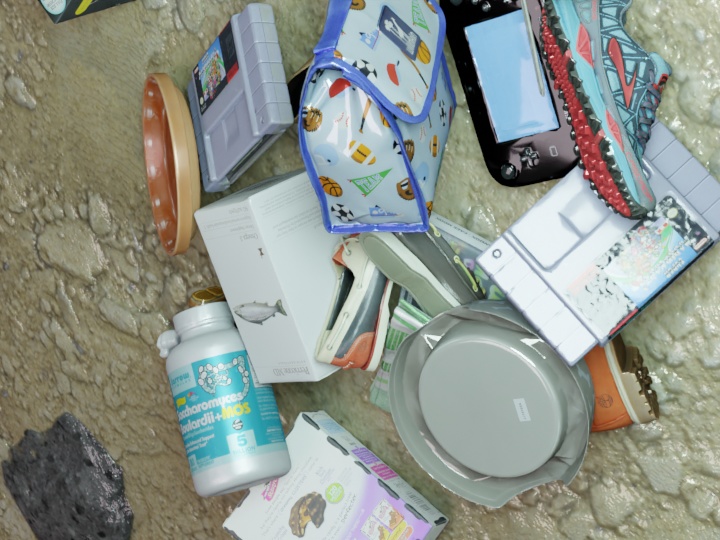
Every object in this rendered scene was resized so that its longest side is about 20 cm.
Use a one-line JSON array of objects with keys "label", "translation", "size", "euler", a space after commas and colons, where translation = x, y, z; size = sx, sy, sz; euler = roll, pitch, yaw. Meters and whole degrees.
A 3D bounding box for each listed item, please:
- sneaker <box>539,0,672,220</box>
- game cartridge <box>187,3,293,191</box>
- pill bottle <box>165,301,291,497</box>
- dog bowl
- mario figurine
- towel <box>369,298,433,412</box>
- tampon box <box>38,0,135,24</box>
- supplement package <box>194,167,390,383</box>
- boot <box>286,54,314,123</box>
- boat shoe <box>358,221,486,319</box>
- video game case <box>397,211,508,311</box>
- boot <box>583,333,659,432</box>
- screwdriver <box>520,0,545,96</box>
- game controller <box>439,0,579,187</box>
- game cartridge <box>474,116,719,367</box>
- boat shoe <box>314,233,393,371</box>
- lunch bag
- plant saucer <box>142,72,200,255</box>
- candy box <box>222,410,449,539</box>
[{"label": "sneaker", "translation": [0.219, -0.143, 1.060], "size": [0.079, 0.095, 0.202], "euler": [96, 158, -78]}, {"label": "game cartridge", "translation": [-0.130, -0.175, 1.320], "size": [0.200, 0.038, 0.131], "euler": [-34, 69, 60]}, {"label": "pill bottle", "translation": [-0.151, 0.140, 1.419], "size": [0.110, 0.110, 0.202], "euler": [-27, 74, 43]}, {"label": "dog bowl", "translation": [0.125, 0.118, 1.185], "size": [0.198, 0.059, 0.202], "euler": [13, 118, 25]}, {"label": "mario figurine", "translation": [-0.176, 0.130, 1.521], "size": [0.123, 0.105, 0.202], "euler": [40, 129, 50]}, {"label": "towel", "translation": [0.081, 0.124, 1.312], "size": [0.152, 0.023, 0.201], "euler": [33, 149, 14]}, {"label": "tampon box", "translation": [-0.307, -0.396, 1.366], "size": [0.201, 0.126, 0.150], "euler": [53, 134, 5]}, {"label": "supplement package", "translation": [-0.070, 0.004, 1.360], "size": [0.116, 0.117, 0.202], "euler": [-9, 105, 52]}, {"label": "boot", "translation": [-0.011, -0.206, 1.251], "size": [0.074, 0.075, 0.200], "euler": [53, 132, 8]}, {"label": "boat shoe", "translation": [0.086, 0.016, 1.247], "size": [0.201, 0.061, 0.072], "euler": [48, 155, -15]}, {"label": "video game case", "translation": [0.116, 0.062, 1.310], "size": [0.181, 0.023, 0.202], "euler": [29, 126, 26]}, {"label": "boot", "translation": [0.192, 0.063, 1.192], "size": [0.106, 0.075, 0.202], "euler": [-20, 100, 23]}, {"label": "screwdriver", "translation": [0.138, -0.247, 1.110], "size": [0.028, 0.029, 0.202], "euler": [-13, 88, 18]}, {"label": "game controller", "translation": [0.140, -0.177, 1.164], "size": [0.104, 0.042, 0.202], "euler": [-8, 106, 41]}, {"label": "game cartridge", "translation": [0.213, -0.028, 1.097], "size": [0.200, 0.038, 0.130], "euler": [-42, 76, -1]}, {"label": "boat shoe", "translation": [0.000, 0.000, 1.295], "size": [0.071, 0.062, 0.202], "euler": [-179, 100, -75]}, {"label": "lunch bag", "translation": [0.014, -0.159, 1.137], "size": [0.123, 0.171, 0.201], "euler": [-2, 137, 18]}, {"label": "plant saucer", "translation": [-0.209, -0.118, 1.426], "size": [0.200, 0.032, 0.202], "euler": [172, 90, -73]}, {"label": "candy box", "translation": [-0.029, 0.285, 1.456], "size": [0.200, 0.071, 0.168], "euler": [39, 101, 18]}]
